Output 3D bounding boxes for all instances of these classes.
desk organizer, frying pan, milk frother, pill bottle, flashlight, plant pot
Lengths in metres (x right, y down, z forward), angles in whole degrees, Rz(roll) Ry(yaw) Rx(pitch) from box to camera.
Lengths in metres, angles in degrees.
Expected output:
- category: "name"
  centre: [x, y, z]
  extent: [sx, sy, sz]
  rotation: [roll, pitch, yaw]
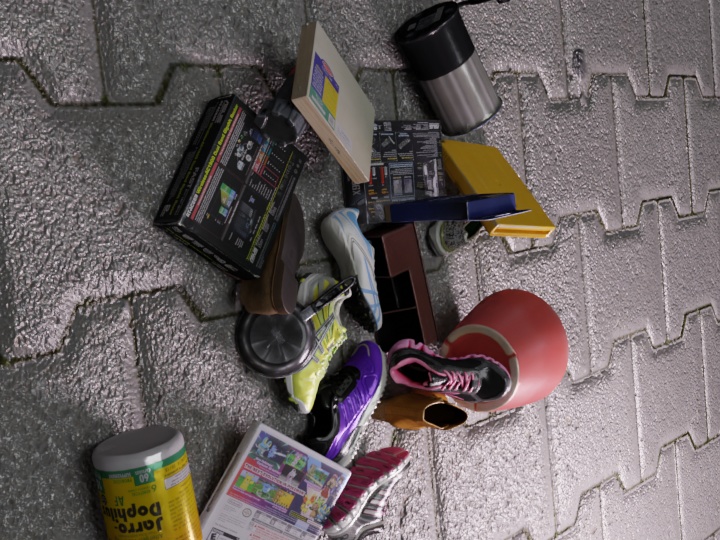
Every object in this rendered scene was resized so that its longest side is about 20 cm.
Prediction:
- category: "desk organizer"
  centre: [0.057, 0.029, 1.494]
  extent: [0.077, 0.071, 0.203]
  rotation: [-24, 106, -41]
- category: "frying pan"
  centre: [-0.082, 0.083, 1.311]
  extent: [0.187, 0.031, 0.117]
  rotation: [-13, 87, -10]
- category: "milk frother"
  centre: [0.192, -0.357, 1.549]
  extent: [0.189, 0.198, 0.181]
  rotation: [57, 49, -29]
- category: "pill bottle"
  centre: [-0.252, 0.302, 1.138]
  extent: [0.112, 0.112, 0.203]
  rotation: [-17, 102, -44]
- category: "flashlight"
  centre: [-0.084, -0.236, 1.303]
  extent: [0.201, 0.067, 0.068]
  rotation: [-74, 144, -53]
- category: "plant pot"
  centre: [0.226, 0.142, 1.554]
  extent: [0.177, 0.198, 0.204]
  rotation: [-14, 99, -59]

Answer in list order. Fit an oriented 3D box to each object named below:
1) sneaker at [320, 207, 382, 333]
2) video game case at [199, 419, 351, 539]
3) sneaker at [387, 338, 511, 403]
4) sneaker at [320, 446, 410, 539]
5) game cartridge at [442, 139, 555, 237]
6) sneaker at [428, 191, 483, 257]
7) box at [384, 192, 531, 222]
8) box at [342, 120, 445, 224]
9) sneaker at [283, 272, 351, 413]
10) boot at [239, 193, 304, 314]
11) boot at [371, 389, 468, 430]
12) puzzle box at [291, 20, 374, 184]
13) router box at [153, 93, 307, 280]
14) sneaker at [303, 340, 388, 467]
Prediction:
- category: "sneaker"
  centre: [0.000, 0.000, 1.432]
  extent: [0.072, 0.071, 0.202]
  rotation: [-29, 111, -31]
- category: "video game case"
  centre: [-0.122, 0.326, 1.308]
  extent: [0.199, 0.023, 0.184]
  rotation: [37, 78, -39]
- category: "sneaker"
  centre: [0.132, 0.165, 1.440]
  extent: [0.095, 0.197, 0.080]
  rotation: [-39, 138, -76]
- category: "sneaker"
  centre: [0.013, 0.355, 1.444]
  extent: [0.200, 0.073, 0.088]
  rotation: [-41, 124, -39]
- category: "game cartridge"
  centre: [0.229, -0.141, 1.623]
  extent: [0.175, 0.033, 0.201]
  rotation: [1, 48, -45]
- category: "sneaker"
  centre: [0.204, -0.094, 1.633]
  extent: [0.200, 0.088, 0.077]
  rotation: [-49, 122, -34]
- category: "box"
  centre: [0.148, -0.095, 1.427]
  extent: [0.120, 0.198, 0.033]
  rotation: [-13, 102, -44]
- category: "box"
  centre: [0.056, -0.160, 1.509]
  extent: [0.199, 0.049, 0.160]
  rotation: [-10, 97, -45]
- category: "sneaker"
  centre: [-0.062, 0.105, 1.350]
  extent: [0.075, 0.075, 0.203]
  rotation: [34, 63, -77]
- category: "boot"
  centre: [-0.123, -0.026, 1.313]
  extent: [0.074, 0.074, 0.202]
  rotation: [61, 29, -46]
- category: "boot"
  centre: [0.119, 0.228, 1.502]
  extent: [0.200, 0.143, 0.072]
  rotation: [6, 86, -46]
- category: "puzzle box"
  centre: [-0.034, -0.232, 1.314]
  extent: [0.200, 0.025, 0.135]
  rotation: [50, 39, -50]
- category: "router box"
  centre: [-0.171, -0.110, 1.264]
  extent: [0.150, 0.062, 0.202]
  rotation: [38, 63, -39]
- category: "sneaker"
  centre: [-0.028, 0.186, 1.403]
  extent: [0.099, 0.069, 0.202]
  rotation: [37, 63, -36]
